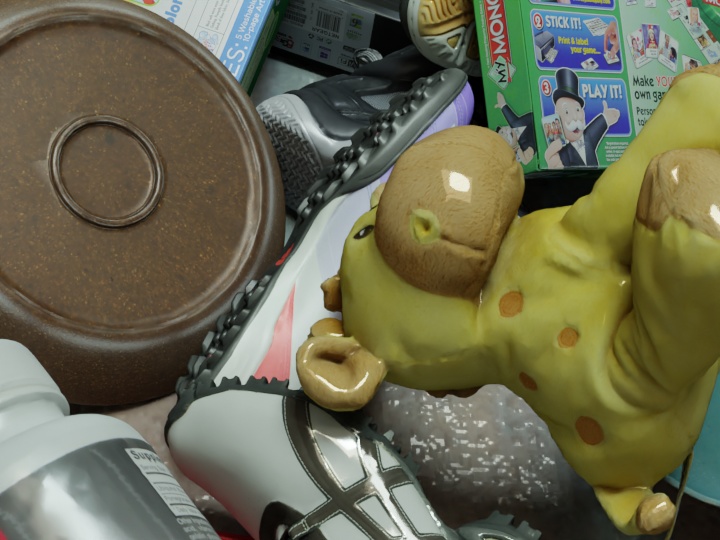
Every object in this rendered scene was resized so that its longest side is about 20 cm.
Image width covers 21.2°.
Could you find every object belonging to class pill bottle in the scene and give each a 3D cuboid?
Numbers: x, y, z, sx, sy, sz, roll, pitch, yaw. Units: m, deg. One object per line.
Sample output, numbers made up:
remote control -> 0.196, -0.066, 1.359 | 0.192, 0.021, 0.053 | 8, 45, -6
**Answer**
pill bottle -> -0.102, 0.124, 0.709 | 0.111, 0.111, 0.200 | -27, 65, -31

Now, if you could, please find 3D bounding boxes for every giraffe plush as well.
giraffe plush -> 0.067, 0.002, 0.761 | 0.162, 0.200, 0.173 | 16, 14, 11

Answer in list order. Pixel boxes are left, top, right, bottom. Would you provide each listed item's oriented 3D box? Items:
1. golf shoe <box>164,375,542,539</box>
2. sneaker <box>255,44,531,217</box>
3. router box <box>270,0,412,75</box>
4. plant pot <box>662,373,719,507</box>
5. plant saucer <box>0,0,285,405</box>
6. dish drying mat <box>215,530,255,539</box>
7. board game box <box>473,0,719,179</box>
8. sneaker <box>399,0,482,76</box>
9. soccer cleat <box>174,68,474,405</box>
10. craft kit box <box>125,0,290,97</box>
golf shoe -> -0.006, 0.115, 0.752 | 0.200, 0.078, 0.094 | 29, 49, 18
sneaker -> 0.051, -0.050, 0.943 | 0.200, 0.076, 0.114 | 31, 51, 21
router box -> 0.065, -0.154, 1.061 | 0.200, 0.052, 0.157 | 20, 46, 8
plant pot -> 0.221, 0.020, 0.855 | 0.135, 0.200, 0.200 | 21, 32, -45
plant saucer -> -0.119, -0.040, 0.866 | 0.200, 0.034, 0.200 | 9, 69, -24
dish drying mat -> -0.056, 0.138, 0.785 | 0.200, 0.018, 0.077 | 10, 47, -1
board game box -> 0.129, -0.114, 0.947 | 0.200, 0.029, 0.135 | -4, 85, -48
sneaker -> 0.066, -0.155, 0.981 | 0.088, 0.076, 0.200 | 13, 32, 31
soccer cleat -> 0.000, 0.000, 0.855 | 0.073, 0.068, 0.200 | 38, 75, -12
craft kit box -> -0.130, -0.165, 0.974 | 0.197, 0.049, 0.200 | 21, 79, 5
